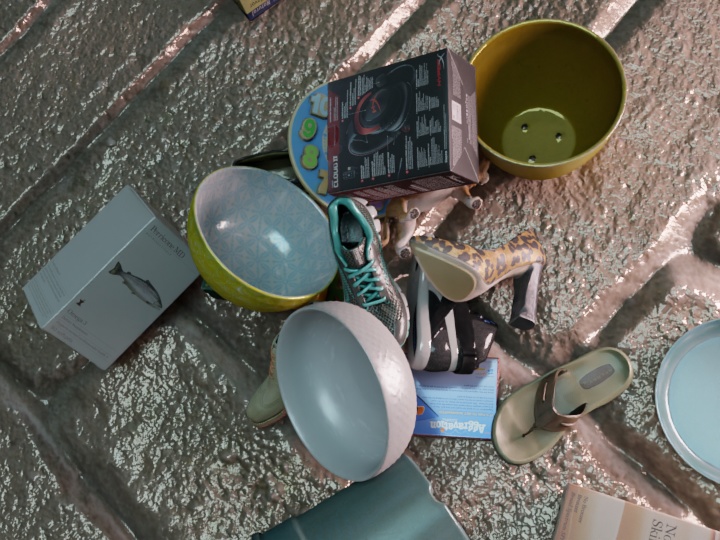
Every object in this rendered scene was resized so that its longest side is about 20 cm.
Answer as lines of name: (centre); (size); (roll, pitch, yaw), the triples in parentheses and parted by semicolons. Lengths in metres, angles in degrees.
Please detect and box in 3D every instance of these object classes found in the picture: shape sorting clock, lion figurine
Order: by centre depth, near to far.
lion figurine: (0.089, -0.098, 1.041); (0.199, 0.073, 0.123); (-27, 30, -3)
shape sorting clock: (-0.002, -0.167, 1.077); (0.198, 0.039, 0.202); (7, 70, -20)

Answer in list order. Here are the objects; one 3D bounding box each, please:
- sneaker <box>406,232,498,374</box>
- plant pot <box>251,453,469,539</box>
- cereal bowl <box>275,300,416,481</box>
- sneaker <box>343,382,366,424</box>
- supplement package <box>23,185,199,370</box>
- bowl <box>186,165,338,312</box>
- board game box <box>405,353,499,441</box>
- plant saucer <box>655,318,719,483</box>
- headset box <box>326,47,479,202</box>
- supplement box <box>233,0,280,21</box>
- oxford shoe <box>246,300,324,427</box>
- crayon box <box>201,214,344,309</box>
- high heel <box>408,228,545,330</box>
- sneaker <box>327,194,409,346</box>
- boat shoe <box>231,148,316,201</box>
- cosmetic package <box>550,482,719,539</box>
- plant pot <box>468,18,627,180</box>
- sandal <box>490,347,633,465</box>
sneaker: (0.119, 0.047, 1.013); (0.111, 0.073, 0.201); (12, 53, -9)
plant pot: (0.014, 0.323, 0.890); (0.195, 0.201, 0.201); (-33, 69, -10)
cereal bowl: (-0.007, 0.128, 0.898); (0.083, 0.200, 0.201); (-17, 63, -39)
sneaker: (0.004, 0.100, 0.995); (0.086, 0.074, 0.202); (-11, 66, 10)
supplement package: (-0.328, 0.009, 1.067); (0.200, 0.117, 0.117); (-46, 42, -4)
bowl: (-0.137, -0.020, 0.995); (0.108, 0.199, 0.201); (-47, 63, 39)
board game box: (0.074, 0.158, 1.010); (0.198, 0.019, 0.104); (2, 70, 12)
plant saucer: (0.448, 0.155, 0.933); (0.198, 0.027, 0.202); (-3, 73, 10)
headset box: (0.041, -0.170, 0.982); (0.199, 0.075, 0.150); (-8, 79, 35)
supplement box: (-0.146, -0.523, 1.172); (0.199, 0.200, 0.135); (-36, 70, -1)
oxford shoe: (-0.093, 0.114, 1.004); (0.200, 0.074, 0.071); (-52, 36, 14)
crayon box: (-0.106, -0.016, 1.085); (0.198, 0.051, 0.128); (6, 74, 13)
high heel: (0.145, -0.028, 0.981); (0.199, 0.071, 0.143); (31, 52, -22)
sneaker: (0.000, 0.000, 0.937); (0.077, 0.091, 0.201); (-22, 75, 8)
boat shoe: (-0.080, -0.137, 1.092); (0.198, 0.065, 0.074); (-13, 57, -8)
cosmetic package: (0.313, 0.316, 0.876); (0.198, 0.087, 0.104); (14, 75, 15)
plant pot: (0.232, -0.196, 1.025); (0.198, 0.142, 0.202); (-4, 72, 11)
sandal: (0.240, 0.154, 0.955); (0.200, 0.057, 0.080); (-36, 75, -5)
